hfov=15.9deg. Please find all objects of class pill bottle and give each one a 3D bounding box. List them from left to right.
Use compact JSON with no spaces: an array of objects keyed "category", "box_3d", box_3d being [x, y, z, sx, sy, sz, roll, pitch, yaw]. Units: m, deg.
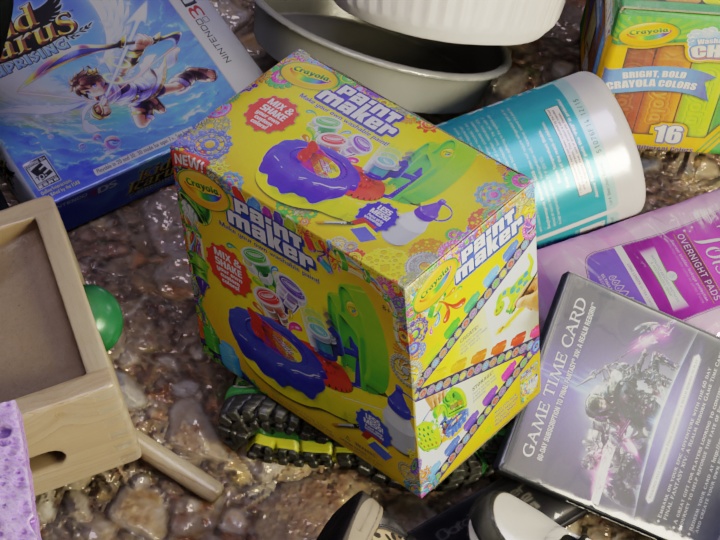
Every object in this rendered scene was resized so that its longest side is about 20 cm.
[{"category":"pill bottle","box_3d":[0.089,-0.057,1.799,0.199,0.111,0.111,-20,59,-7]}]

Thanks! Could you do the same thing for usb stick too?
[{"category":"usb stick","box_3d":[0.078,0.174,1.697,0.200,0.033,0.055,-29,58,-22]}]

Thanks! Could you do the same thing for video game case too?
[{"category":"video game case","box_3d":[-0.186,-0.136,1.877,0.200,0.046,0.181,-26,61,-21]},{"category":"video game case","box_3d":[0.201,0.104,1.707,0.200,0.019,0.143,23,75,-8]}]

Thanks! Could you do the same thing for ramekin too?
[{"category":"ramekin","box_3d":[0.063,-0.229,1.855,0.202,0.095,0.202,9,20,-3]}]

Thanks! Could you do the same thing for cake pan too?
[{"category":"cake pan","box_3d":[0.010,-0.166,1.866,0.200,0.037,0.200,16,22,-7]}]

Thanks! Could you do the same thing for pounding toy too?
[{"category":"pounding toy","box_3d":[-0.217,0.076,1.690,0.199,0.142,0.184,-19,58,-5]}]

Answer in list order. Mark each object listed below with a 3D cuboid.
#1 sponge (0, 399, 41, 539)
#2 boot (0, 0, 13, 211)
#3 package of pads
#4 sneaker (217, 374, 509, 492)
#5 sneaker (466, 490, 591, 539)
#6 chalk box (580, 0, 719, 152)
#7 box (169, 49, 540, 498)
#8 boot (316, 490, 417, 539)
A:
[{"category":"sponge","box_3d":[-0.243,0.183,1.540,0.111,0.030,0.201,-11,65,-5]},{"category":"boot","box_3d":[-0.264,-0.091,1.750,0.076,0.200,0.168,-3,52,-29]},{"category":"package of pads","box_3d":[0.200,0.026,1.784,0.199,0.076,0.121,-18,63,-17]},{"category":"sneaker","box_3d":[0.010,0.088,1.721,0.199,0.078,0.085,12,55,3]},{"category":"sneaker","box_3d":[0.157,0.199,1.634,0.200,0.080,0.074,38,34,4]},{"category":"chalk box","box_3d":[0.234,-0.193,1.852,0.124,0.200,0.124,4,55,-3]},{"category":"box","box_3d":[0.000,0.000,1.631,0.200,0.193,0.122,31,55,32]},{"category":"boot","box_3d":[0.020,0.250,1.585,0.150,0.073,0.200,33,48,-13]}]
